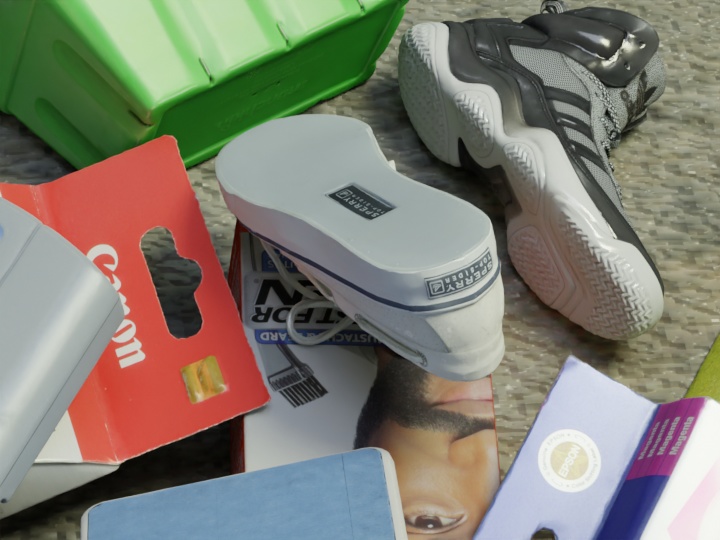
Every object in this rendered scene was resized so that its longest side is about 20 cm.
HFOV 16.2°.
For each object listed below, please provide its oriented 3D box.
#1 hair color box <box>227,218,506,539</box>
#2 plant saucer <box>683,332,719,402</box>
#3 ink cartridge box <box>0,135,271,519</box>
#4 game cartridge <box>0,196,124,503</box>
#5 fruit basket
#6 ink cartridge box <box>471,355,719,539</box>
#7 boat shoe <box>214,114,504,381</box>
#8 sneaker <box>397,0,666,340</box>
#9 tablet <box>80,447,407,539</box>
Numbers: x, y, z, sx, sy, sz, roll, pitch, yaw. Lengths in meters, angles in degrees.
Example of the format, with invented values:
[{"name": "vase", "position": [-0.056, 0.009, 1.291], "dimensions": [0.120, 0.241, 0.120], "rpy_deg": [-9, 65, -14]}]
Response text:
[{"name": "hair color box", "position": [0.000, 0.063, 1.092], "dimensions": [0.110, 0.064, 0.201], "rpy_deg": [2, 52, -7]}, {"name": "plant saucer", "position": [0.231, 0.095, 1.109], "dimensions": [0.199, 0.048, 0.200], "rpy_deg": [26, 52, 12]}, {"name": "ink cartridge box", "position": [-0.157, 0.024, 1.075], "dimensions": [0.199, 0.050, 0.161], "rpy_deg": [-23, 55, 1]}, {"name": "game cartridge", "position": [-0.205, 0.017, 1.045], "dimensions": [0.199, 0.042, 0.134], "rpy_deg": [19, 67, 23]}, {"name": "fruit basket", "position": [-0.095, -0.166, 1.202], "dimensions": [0.214, 0.156, 0.217], "rpy_deg": [7, 61, -14]}, {"name": "ink cartridge box", "position": [0.131, 0.156, 0.994], "dimensions": [0.199, 0.043, 0.197], "rpy_deg": [29, 70, 0]}, {"name": "boat shoe", "position": [0.004, -0.002, 1.061], "dimensions": [0.074, 0.086, 0.202], "rpy_deg": [-26, 29, -21]}, {"name": "sneaker", "position": [0.109, -0.060, 1.198], "dimensions": [0.113, 0.076, 0.200], "rpy_deg": [-23, 55, -21]}, {"name": "tablet", "position": [-0.042, 0.133, 0.938], "dimensions": [0.129, 0.014, 0.200], "rpy_deg": [-12, 28, 1]}]
